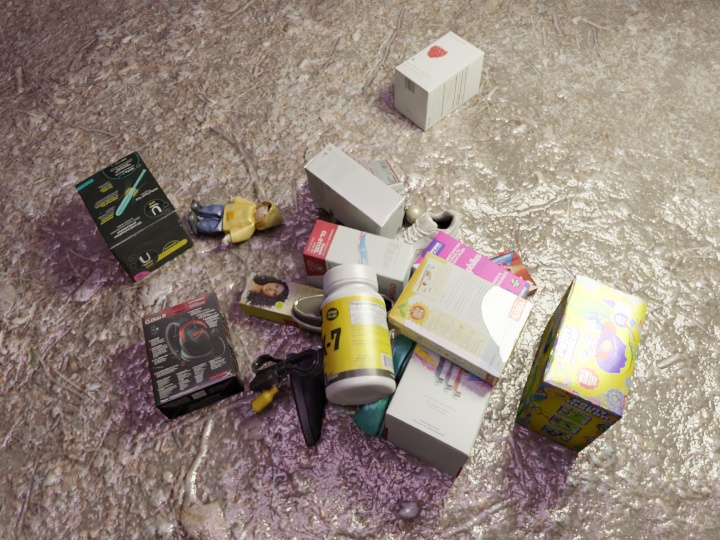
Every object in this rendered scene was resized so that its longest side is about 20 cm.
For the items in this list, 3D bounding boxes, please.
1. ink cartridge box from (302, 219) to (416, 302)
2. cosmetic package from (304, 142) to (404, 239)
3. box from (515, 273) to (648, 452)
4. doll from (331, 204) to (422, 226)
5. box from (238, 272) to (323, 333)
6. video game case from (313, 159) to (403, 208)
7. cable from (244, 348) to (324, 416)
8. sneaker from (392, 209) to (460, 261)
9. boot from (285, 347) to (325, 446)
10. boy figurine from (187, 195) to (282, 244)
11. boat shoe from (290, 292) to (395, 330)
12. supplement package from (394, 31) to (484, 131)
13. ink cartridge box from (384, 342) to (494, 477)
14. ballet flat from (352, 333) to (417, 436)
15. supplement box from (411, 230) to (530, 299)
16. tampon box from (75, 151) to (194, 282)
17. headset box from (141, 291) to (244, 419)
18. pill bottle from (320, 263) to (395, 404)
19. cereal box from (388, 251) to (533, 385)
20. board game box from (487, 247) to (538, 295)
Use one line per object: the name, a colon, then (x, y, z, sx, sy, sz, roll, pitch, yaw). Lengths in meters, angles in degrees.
ink cartridge box: (0.000, 0.000, 1.017, 0.194, 0.147, 0.084, 15, 59, 12)
cosmetic package: (-0.010, -0.142, 1.048, 0.199, 0.114, 0.081, 40, 73, 18)
box: (0.359, 0.156, 0.878, 0.119, 0.195, 0.203, 22, 62, 15)
doll: (0.038, -0.129, 1.152, 0.193, 0.049, 0.140, 3, 57, 5)
box: (-0.133, 0.066, 1.041, 0.194, 0.051, 0.077, 12, 60, 9)
video game case: (-0.015, -0.195, 1.180, 0.194, 0.018, 0.144, -13, 34, -5)
cable: (-0.130, 0.176, 0.923, 0.197, 0.050, 0.099, -28, 39, 26)
sneaker: (0.116, -0.074, 1.084, 0.196, 0.100, 0.079, -26, 60, -13)
boot: (-0.023, 0.203, 0.950, 0.194, 0.066, 0.169, -11, 66, -13)
boy figurine: (-0.269, -0.110, 1.148, 0.193, 0.065, 0.127, 1, 56, 7)
boat shoe: (-0.031, 0.068, 0.970, 0.195, 0.061, 0.074, 4, 59, 1)
supplement package: (0.191, -0.467, 1.308, 0.199, 0.121, 0.121, -38, 63, -20)
ink cartridge box: (0.142, 0.203, 0.887, 0.141, 0.147, 0.203, 22, 61, 16)
ballet flat: (0.040, 0.174, 0.905, 0.069, 0.067, 0.204, 24, 74, 1)
supplement box: (0.199, 0.035, 0.992, 0.197, 0.104, 0.102, 33, 66, 22)
tampon box: (-0.474, -0.114, 1.121, 0.148, 0.127, 0.201, -33, 63, -16)
headset box: (-0.313, 0.145, 0.986, 0.145, 0.076, 0.203, -19, 60, -10)
pill bottle: (-0.009, 0.102, 0.861, 0.110, 0.115, 0.206, -6, 63, -1)
cereal box: (0.160, 0.072, 0.857, 0.196, 0.040, 0.145, 28, 63, 18)
board game box: (0.243, 0.031, 1.062, 0.195, 0.020, 0.105, -20, 61, -9)
